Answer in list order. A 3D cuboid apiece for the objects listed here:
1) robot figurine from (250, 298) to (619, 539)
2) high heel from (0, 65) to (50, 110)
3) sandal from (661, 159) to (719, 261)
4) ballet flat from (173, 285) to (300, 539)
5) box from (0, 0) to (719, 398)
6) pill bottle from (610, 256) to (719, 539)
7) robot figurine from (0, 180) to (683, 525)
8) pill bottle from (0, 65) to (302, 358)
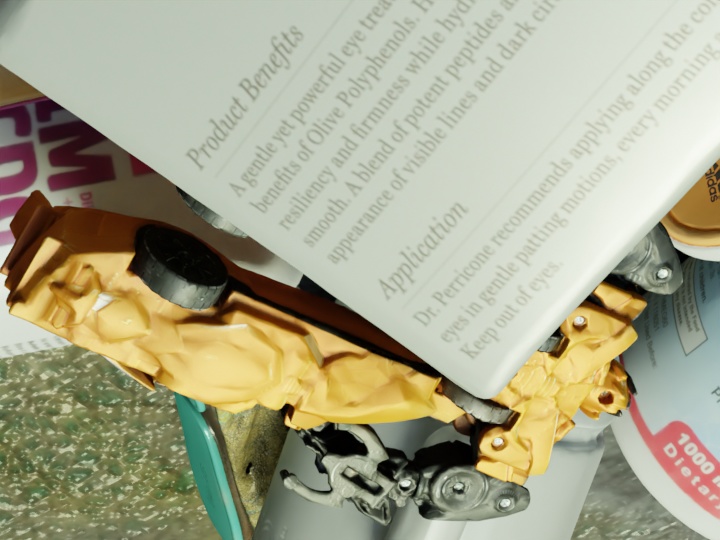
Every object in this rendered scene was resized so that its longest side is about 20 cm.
[{"bbox_3d":[0.028,0.073,1.046,0.112,0.170,0.201,19,100,-5],"label":"robot figurine"},{"bbox_3d":[-0.131,-0.061,0.847,0.199,0.096,0.068,-22,130,-23],"label":"high heel"},{"bbox_3d":[0.177,-0.057,0.949,0.206,0.080,0.059,-26,156,28],"label":"sandal"},{"bbox_3d":[-0.046,0.033,1.071,0.070,0.071,0.201,-11,141,4],"label":"ballet flat"},{"bbox_3d":[0.041,-0.122,0.741,0.171,0.200,0.199,34,130,-8],"label":"box"},{"bbox_3d":[0.189,0.010,1.039,0.108,0.109,0.200,22,132,-32],"label":"pill bottle"},{"bbox_3d":[0.000,0.000,0.865,0.199,0.058,0.145,23,114,-25],"label":"robot figurine"},{"bbox_3d":[-0.081,-0.036,0.931,0.199,0.114,0.114,-11,141,3],"label":"pill bottle"}]
